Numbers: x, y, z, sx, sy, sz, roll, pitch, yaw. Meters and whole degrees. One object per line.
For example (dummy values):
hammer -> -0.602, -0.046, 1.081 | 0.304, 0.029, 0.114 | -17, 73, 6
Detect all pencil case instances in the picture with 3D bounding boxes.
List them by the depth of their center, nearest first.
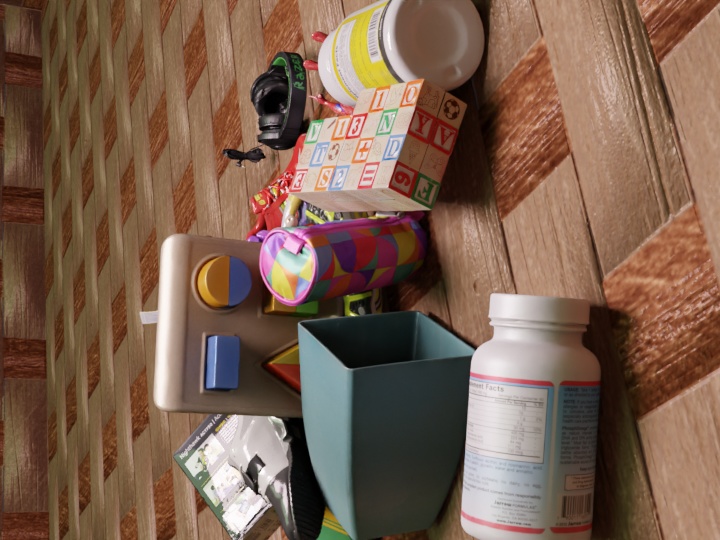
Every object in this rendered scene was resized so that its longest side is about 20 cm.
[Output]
pencil case -> -0.014, -0.019, 1.202 | 0.088, 0.200, 0.089 | 10, 107, 38

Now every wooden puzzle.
wooden puzzle -> -0.111, 0.059, 1.204 | 0.046, 0.199, 0.186 | 160, 113, -67

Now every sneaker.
sneaker -> -0.097, 0.215, 1.239 | 0.088, 0.074, 0.200 | -28, 50, 15
sneaker -> 0.000, 0.000, 1.322 | 0.075, 0.076, 0.201 | -8, 93, 43
sneaker -> -0.103, -0.096, 1.532 | 0.200, 0.085, 0.077 | -68, 31, 33

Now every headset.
headset -> -0.129, -0.218, 1.597 | 0.200, 0.094, 0.124 | 120, 146, -52

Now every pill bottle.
pill bottle -> 0.142, 0.121, 0.946 | 0.109, 0.108, 0.201 | -179, 94, -65
pill bottle -> 0.036, -0.235, 1.227 | 0.200, 0.114, 0.115 | -178, 93, -65

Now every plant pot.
plant pot -> 0.020, 0.162, 1.170 | 0.141, 0.141, 0.201 | -144, 53, -61

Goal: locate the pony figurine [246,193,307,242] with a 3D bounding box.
pony figurine -> -0.093, -0.005, 1.450 | 0.193, 0.166, 0.200 | 38, 105, 52

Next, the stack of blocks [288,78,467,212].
stack of blocks -> 0.013, -0.125, 1.187 | 0.200, 0.058, 0.116 | 3, 72, 57

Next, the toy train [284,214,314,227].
toy train -> -0.105, 0.031, 1.299 | 0.151, 0.200, 0.056 | 62, 179, -13

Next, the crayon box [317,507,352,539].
crayon box -> -0.035, 0.343, 1.306 | 0.200, 0.051, 0.127 | -136, 33, -60

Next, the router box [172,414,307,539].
router box -> -0.105, 0.197, 1.322 | 0.200, 0.051, 0.149 | -47, 57, 5

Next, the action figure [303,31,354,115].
action figure -> -0.027, -0.237, 1.443 | 0.066, 0.052, 0.200 | -67, 33, 24

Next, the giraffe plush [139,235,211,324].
giraffe plush -> -0.196, 0.034, 1.657 | 0.162, 0.199, 0.173 | -63, -19, -59
